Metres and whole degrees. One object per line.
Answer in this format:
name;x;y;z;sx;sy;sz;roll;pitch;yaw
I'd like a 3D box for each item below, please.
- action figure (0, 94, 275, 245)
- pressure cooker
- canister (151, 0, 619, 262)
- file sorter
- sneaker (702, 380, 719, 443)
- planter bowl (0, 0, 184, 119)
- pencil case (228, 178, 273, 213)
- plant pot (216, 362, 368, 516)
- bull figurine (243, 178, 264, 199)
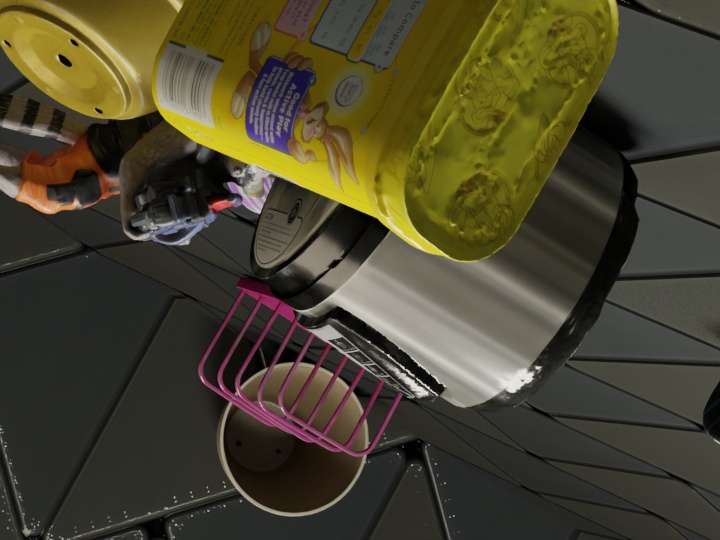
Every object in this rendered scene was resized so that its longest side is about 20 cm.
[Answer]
action figure;-0.142;-0.066;1.720;0.193;0.105;0.200;-4;179;-7
pressure cooker;0.031;-0.037;1.609;0.200;0.179;0.176;32;133;-18
canister;0.006;-0.101;1.371;0.200;0.149;0.086;24;172;46
file sorter;-0.059;0.105;3.040;0.139;0.126;0.200;33;171;-28
sneaker;0.302;0.109;1.938;0.077;0.076;0.200;38;170;-29
planter bowl;-0.151;-0.146;1.672;0.200;0.084;0.201;28;156;13
pencil case;-0.029;-0.076;1.935;0.084;0.085;0.200;68;163;-11
plant pot;-0.103;0.209;3.642;0.187;0.188;0.200;30;171;-11
bull figurine;-0.063;-0.110;1.786;0.200;0.065;0.122;35;134;15
